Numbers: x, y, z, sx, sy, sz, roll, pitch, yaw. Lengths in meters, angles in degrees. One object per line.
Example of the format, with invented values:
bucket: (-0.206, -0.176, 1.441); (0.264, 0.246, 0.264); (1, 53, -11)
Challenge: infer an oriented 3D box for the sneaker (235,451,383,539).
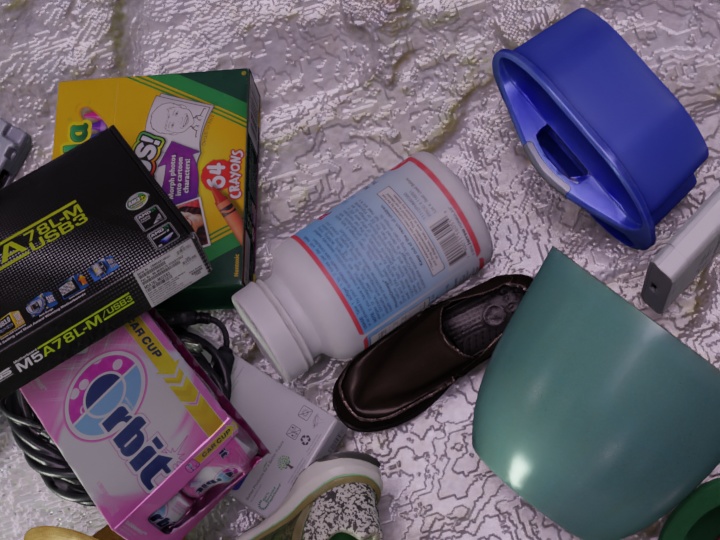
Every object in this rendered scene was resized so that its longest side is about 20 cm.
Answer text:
sneaker: (-0.048, 0.231, 1.119); (0.201, 0.076, 0.089); (-54, 33, 24)

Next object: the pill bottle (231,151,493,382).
pill bottle: (0.000, 0.000, 1.176); (0.199, 0.109, 0.109); (-34, 74, -11)

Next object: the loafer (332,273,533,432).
loafer: (0.060, 0.058, 1.185); (0.199, 0.071, 0.073); (-34, 75, -1)

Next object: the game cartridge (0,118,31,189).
game cartridge: (-0.397, -0.064, 1.298); (0.132, 0.042, 0.201); (28, 82, 17)

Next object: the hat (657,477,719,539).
hat: (0.343, 0.198, 1.142); (0.165, 0.176, 0.201); (41, 123, 13)

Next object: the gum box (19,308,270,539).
gum box: (-0.165, 0.108, 1.086); (0.113, 0.066, 0.200); (-43, 50, -2)

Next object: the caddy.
caddy: (0.185, -0.108, 1.173); (0.105, 0.142, 0.201); (-36, 74, -7)

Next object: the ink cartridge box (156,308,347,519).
ink cartridge box: (-0.117, 0.119, 1.205); (0.199, 0.039, 0.100); (30, 83, 22)

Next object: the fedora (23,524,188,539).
fedora: (-0.170, 0.245, 1.132); (0.200, 0.201, 0.082); (34, 55, 14)

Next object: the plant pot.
plant pot: (0.179, 0.106, 1.100); (0.200, 0.200, 0.162); (37, 95, 14)

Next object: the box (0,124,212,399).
box: (-0.237, -0.010, 1.122); (0.199, 0.048, 0.193); (-31, 43, -9)

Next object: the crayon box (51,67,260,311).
crayon box: (-0.175, -0.067, 1.241); (0.170, 0.058, 0.202); (-3, 67, 7)

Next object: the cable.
cable: (-0.198, 0.114, 1.188); (0.197, 0.051, 0.165); (-3, 76, 10)

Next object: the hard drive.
hard drive: (0.299, -0.058, 1.148); (0.027, 0.132, 0.200); (43, 86, 15)
